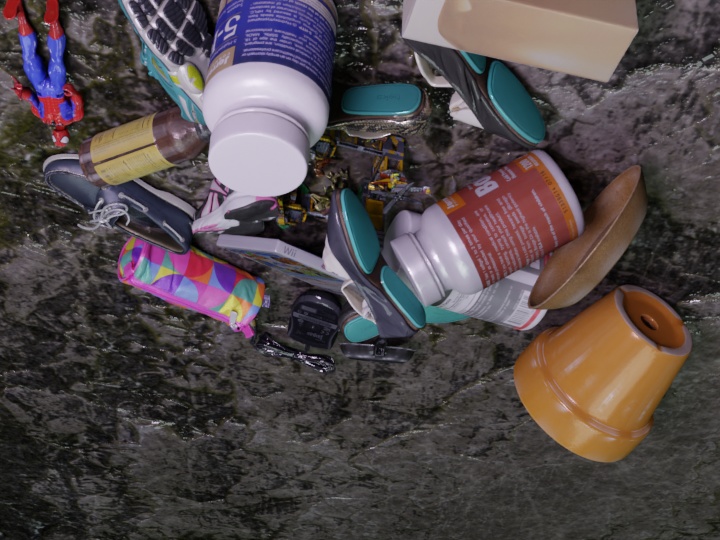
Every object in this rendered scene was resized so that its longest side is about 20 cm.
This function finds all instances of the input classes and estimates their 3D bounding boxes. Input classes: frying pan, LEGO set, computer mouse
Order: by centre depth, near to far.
[{"bbox_3d":[-0.024,-0.076,1.223,0.154,0.116,0.200,17,144,-18],"label":"LEGO set"},{"bbox_3d":[0.039,0.116,1.518,0.115,0.031,0.190,8,174,-24],"label":"frying pan"},{"bbox_3d":[-0.092,0.070,1.521,0.140,0.046,0.200,15,146,5],"label":"computer mouse"}]

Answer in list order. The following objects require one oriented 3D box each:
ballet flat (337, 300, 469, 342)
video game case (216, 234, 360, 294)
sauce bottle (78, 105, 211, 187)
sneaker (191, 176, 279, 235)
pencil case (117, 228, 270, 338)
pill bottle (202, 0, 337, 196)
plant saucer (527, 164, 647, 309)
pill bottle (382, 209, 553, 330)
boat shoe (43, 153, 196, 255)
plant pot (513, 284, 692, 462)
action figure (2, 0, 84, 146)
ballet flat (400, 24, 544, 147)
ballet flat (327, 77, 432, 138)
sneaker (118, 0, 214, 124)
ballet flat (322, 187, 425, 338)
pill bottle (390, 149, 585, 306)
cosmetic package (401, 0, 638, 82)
[{"bbox_3d":[0.065,0.039,1.422,0.200,0.068,0.068,-12,125,3],"label":"ballet flat"},{"bbox_3d":[-0.065,-0.002,1.353,0.200,0.018,0.143,23,171,-36],"label":"video game case"},{"bbox_3d":[-0.218,-0.145,1.189,0.200,0.065,0.065,-13,143,24],"label":"sauce bottle"},{"bbox_3d":[-0.142,-0.093,1.256,0.080,0.086,0.200,3,170,-28],"label":"sneaker"},{"bbox_3d":[-0.218,0.014,1.407,0.200,0.088,0.088,26,140,-27],"label":"pencil case"},{"bbox_3d":[-0.086,-0.175,1.009,0.120,0.200,0.120,2,146,2],"label":"pill bottle"},{"bbox_3d":[0.262,-0.028,1.197,0.035,0.200,0.200,36,141,-1],"label":"plant saucer"},{"bbox_3d":[0.131,-0.003,1.321,0.200,0.114,0.114,16,144,-17],"label":"pill bottle"},{"bbox_3d":[-0.294,-0.076,1.300,0.200,0.062,0.075,27,142,-30],"label":"boat shoe"},{"bbox_3d":[0.340,0.124,1.441,0.200,0.200,0.183,19,127,-21],"label":"plant pot"},{"bbox_3d":[-0.333,-0.201,1.136,0.065,0.052,0.200,1,149,-3],"label":"action figure"},{"bbox_3d":[0.110,-0.194,1.078,0.068,0.068,0.200,-14,133,38],"label":"ballet flat"},{"bbox_3d":[-0.022,-0.167,1.121,0.200,0.068,0.075,8,155,12],"label":"ballet flat"},{"bbox_3d":[-0.192,-0.219,1.062,0.080,0.078,0.200,5,139,35],"label":"sneaker"},{"bbox_3d":[0.000,0.000,1.179,0.073,0.073,0.200,-17,121,28],"label":"ballet flat"},{"bbox_3d":[0.140,-0.043,1.199,0.200,0.112,0.112,-29,142,-2],"label":"pill bottle"},{"bbox_3d":[0.142,-0.248,0.967,0.200,0.105,0.071,9,146,-10],"label":"cosmetic package"}]
